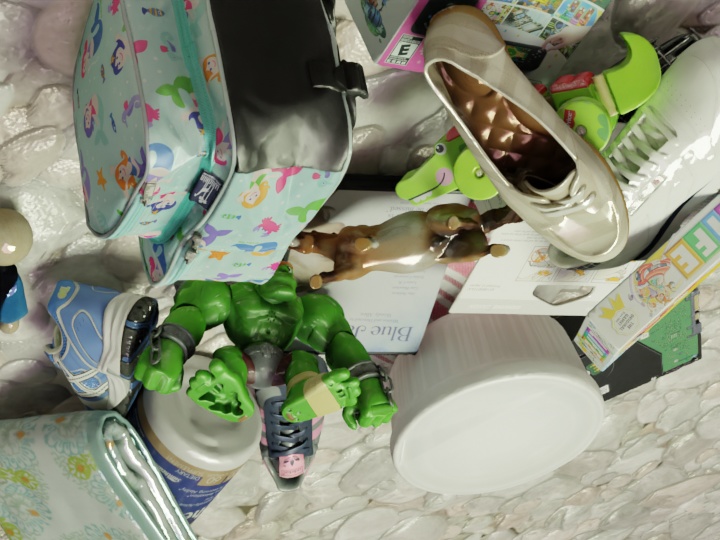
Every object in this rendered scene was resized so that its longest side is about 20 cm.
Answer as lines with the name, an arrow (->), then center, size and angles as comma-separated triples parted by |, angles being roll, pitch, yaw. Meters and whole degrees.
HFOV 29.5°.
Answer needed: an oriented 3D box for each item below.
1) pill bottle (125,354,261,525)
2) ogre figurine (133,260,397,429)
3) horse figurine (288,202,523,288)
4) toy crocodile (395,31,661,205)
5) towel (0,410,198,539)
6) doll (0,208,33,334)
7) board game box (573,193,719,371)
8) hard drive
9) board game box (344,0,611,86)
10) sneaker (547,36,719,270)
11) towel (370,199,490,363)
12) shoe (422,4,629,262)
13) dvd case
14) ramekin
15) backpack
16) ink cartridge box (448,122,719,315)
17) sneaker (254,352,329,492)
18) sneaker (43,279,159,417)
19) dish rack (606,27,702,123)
pill bottle -> -0.178, 0.174, 1.197 | 0.110, 0.112, 0.200 | 7, 137, -37
ogre figurine -> -0.075, 0.057, 1.050 | 0.197, 0.121, 0.099 | -5, 134, -9
horse figurine -> 0.037, -0.022, 0.981 | 0.197, 0.051, 0.133 | -12, -175, 2
toy crocodile -> 0.112, -0.097, 0.926 | 0.198, 0.062, 0.068 | -22, -171, 23
towel -> -0.229, 0.205, 1.136 | 0.169, 0.048, 0.202 | -10, 118, 29
doll -> -0.305, 0.025, 0.970 | 0.199, 0.049, 0.136 | -37, 145, 21
board game box -> 0.244, -0.012, 0.997 | 0.200, 0.034, 0.135 | -42, 168, -2
hard drive -> 0.245, 0.080, 1.372 | 0.198, 0.038, 0.140 | -23, 143, 0
board game box -> 0.103, -0.212, 0.861 | 0.146, 0.065, 0.201 | 2, 139, -34
sneaker -> 0.197, -0.071, 0.935 | 0.080, 0.077, 0.201 | -11, 141, -30
towel -> 0.055, 0.013, 1.183 | 0.199, 0.030, 0.146 | -38, 143, 22
shoe -> 0.102, -0.074, 0.861 | 0.070, 0.054, 0.200 | -30, 112, 27
dvd case -> 0.000, 0.000, 1.107 | 0.141, 0.018, 0.201 | 0, 137, -15
ramekin -> 0.115, 0.113, 1.242 | 0.199, 0.095, 0.203 | -9, 144, -7
backpack -> -0.094, -0.086, 0.822 | 0.149, 0.180, 0.200 | -5, 154, -19
ink cartridge box -> 0.179, -0.038, 1.075 | 0.198, 0.045, 0.177 | 2, 138, -27
sneaker -> -0.059, 0.135, 1.210 | 0.069, 0.083, 0.201 | -4, 156, -2
sneaker -> -0.204, 0.062, 1.078 | 0.076, 0.076, 0.201 | 22, 148, 1
dish rack -> 0.234, -0.119, 1.082 | 0.153, 0.055, 0.199 | -37, 142, 20
